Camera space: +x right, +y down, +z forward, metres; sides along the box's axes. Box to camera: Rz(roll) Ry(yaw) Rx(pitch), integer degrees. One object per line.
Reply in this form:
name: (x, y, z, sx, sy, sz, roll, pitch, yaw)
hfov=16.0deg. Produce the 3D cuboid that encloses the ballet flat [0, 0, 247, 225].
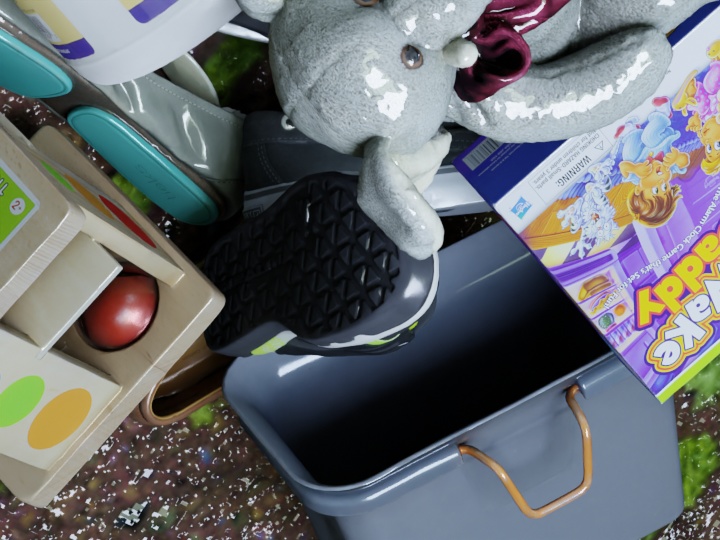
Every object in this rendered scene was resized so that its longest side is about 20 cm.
ballet flat: (-0.122, -0.094, 1.142, 0.200, 0.067, 0.064, 37, 66, -32)

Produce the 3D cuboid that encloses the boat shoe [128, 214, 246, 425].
boat shoe: (-0.035, 0.007, 1.211, 0.200, 0.068, 0.072, -36, 121, -6)

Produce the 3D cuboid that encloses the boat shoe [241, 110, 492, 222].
boat shoe: (0.040, -0.055, 1.176, 0.200, 0.069, 0.057, -8, 87, -22)

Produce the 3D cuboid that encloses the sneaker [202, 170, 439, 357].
sneaker: (0.000, 0.000, 1.082, 0.083, 0.200, 0.072, 4, 85, -24)

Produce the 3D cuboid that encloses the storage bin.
storage bin: (0.061, 0.084, 1.172, 0.200, 0.146, 0.134, -28, 126, -14)

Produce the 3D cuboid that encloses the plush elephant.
plush elephant: (0.027, -0.100, 0.944, 0.200, 0.155, 0.165, -40, 92, 28)

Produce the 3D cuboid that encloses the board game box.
board game box: (0.155, -0.060, 1.046, 0.200, 0.045, 0.134, -42, 124, 2)

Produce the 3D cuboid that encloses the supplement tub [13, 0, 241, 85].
supplement tub: (-0.118, -0.192, 1.034, 0.145, 0.145, 0.200, -41, 110, -3)

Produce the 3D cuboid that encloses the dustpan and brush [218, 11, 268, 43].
dustpan and brush: (0.037, -0.098, 1.150, 0.200, 0.140, 0.057, -10, 104, -18)

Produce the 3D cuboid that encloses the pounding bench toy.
pounding bench toy: (-0.182, -0.019, 1.085, 0.124, 0.200, 0.156, -48, 153, 4)
